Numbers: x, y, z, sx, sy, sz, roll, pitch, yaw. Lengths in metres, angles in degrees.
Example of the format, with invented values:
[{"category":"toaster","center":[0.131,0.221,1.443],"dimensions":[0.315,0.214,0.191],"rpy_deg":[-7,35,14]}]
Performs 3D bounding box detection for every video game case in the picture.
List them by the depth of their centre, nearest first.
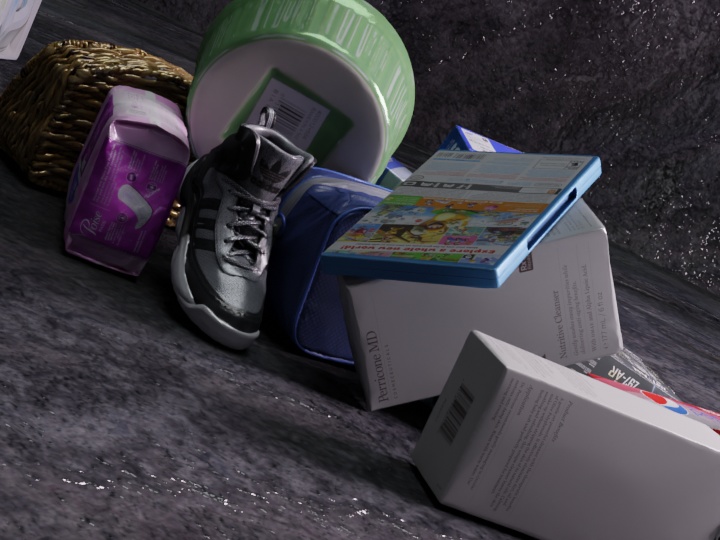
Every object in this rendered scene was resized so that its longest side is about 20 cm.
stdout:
[{"category":"video game case","center":[0.079,-0.043,1.175],"dimensions":[0.143,0.018,0.200],"rpy_deg":[5,29,30]}]

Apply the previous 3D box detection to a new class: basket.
[{"category":"basket","center":[-0.227,-0.142,1.465],"dimensions":[0.200,0.143,0.149],"rpy_deg":[18,13,-36]}]

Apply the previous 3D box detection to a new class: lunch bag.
[{"category":"lunch bag","center":[0.000,0.000,1.301],"dimensions":[0.200,0.136,0.132],"rpy_deg":[18,12,-29]}]

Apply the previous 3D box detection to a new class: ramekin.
[{"category":"ramekin","center":[-0.056,-0.141,1.354],"dimensions":[0.200,0.200,0.098],"rpy_deg":[24,31,-5]}]

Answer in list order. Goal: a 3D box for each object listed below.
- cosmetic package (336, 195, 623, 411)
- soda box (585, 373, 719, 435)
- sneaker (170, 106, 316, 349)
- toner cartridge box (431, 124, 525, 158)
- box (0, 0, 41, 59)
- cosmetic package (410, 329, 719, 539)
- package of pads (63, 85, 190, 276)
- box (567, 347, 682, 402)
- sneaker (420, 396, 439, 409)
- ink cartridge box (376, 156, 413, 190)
[{"category":"cosmetic package","center":[0.087,0.023,1.183],"dimensions":[0.200,0.113,0.081],"rpy_deg":[-15,25,-5]},{"category":"soda box","center":[0.271,0.152,1.361],"dimensions":[0.200,0.070,0.063],"rpy_deg":[18,11,-33]},{"category":"sneaker","center":[-0.088,-0.041,1.198],"dimensions":[0.075,0.114,0.200],"rpy_deg":[22,38,-29]},{"category":"toner cartridge box","center":[0.077,-0.039,1.500],"dimensions":[0.095,0.200,0.043],"rpy_deg":[20,31,-31]},{"category":"box","center":[-0.462,-0.372,1.928],"dimensions":[0.097,0.200,0.176],"rpy_deg":[26,9,6]},{"category":"cosmetic package","center":[0.151,0.132,1.070],"dimensions":[0.200,0.108,0.085],"rpy_deg":[23,9,-18]},{"category":"package of pads","center":[-0.194,-0.081,1.293],"dimensions":[0.076,0.121,0.200],"rpy_deg":[20,10,-14]},{"category":"box","center":[0.223,0.080,1.597],"dimensions":[0.200,0.044,0.160],"rpy_deg":[33,8,-12]},{"category":"sneaker","center":[0.113,0.118,1.200],"dimensions":[0.086,0.078,0.200],"rpy_deg":[-1,18,-41]},{"category":"ink cartridge box","center":[0.036,-0.023,1.446],"dimensions":[0.200,0.119,0.042],"rpy_deg":[41,25,20]}]
